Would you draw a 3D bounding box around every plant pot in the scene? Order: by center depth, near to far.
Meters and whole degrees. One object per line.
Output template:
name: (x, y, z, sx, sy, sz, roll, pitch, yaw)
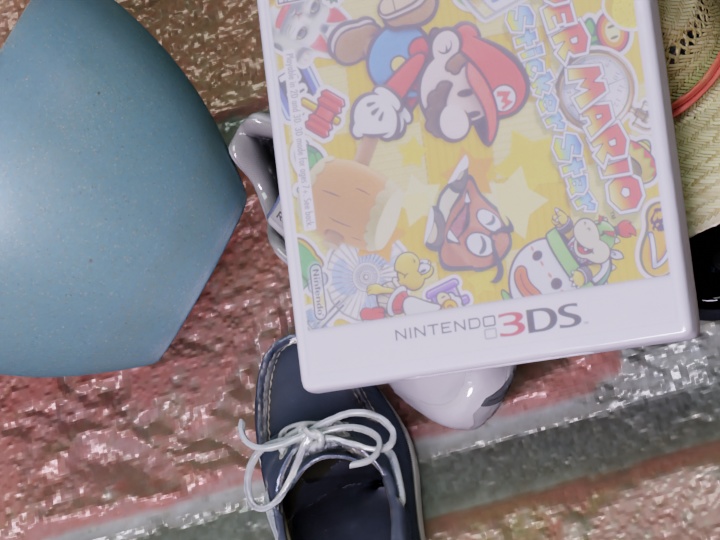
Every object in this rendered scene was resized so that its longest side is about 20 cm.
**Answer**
plant pot: (-0.134, -0.027, 1.321, 0.135, 0.200, 0.200, 29, 63, -6)

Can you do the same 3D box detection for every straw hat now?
straw hat: (0.122, -0.107, 1.262, 0.201, 0.085, 0.201, -23, 38, 19)

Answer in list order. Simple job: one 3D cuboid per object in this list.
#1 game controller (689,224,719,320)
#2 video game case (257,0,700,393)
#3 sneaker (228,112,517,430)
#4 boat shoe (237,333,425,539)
game controller: (0.119, -0.041, 1.322, 0.200, 0.042, 0.104, 22, 64, 29)
video game case: (0.048, -0.056, 1.221, 0.182, 0.023, 0.200, -9, 83, 21)
sneaker: (0.000, 0.000, 1.288, 0.075, 0.087, 0.200, -53, 51, 20)
boat shoe: (-0.013, 0.101, 1.247, 0.075, 0.062, 0.200, -18, 51, 7)
